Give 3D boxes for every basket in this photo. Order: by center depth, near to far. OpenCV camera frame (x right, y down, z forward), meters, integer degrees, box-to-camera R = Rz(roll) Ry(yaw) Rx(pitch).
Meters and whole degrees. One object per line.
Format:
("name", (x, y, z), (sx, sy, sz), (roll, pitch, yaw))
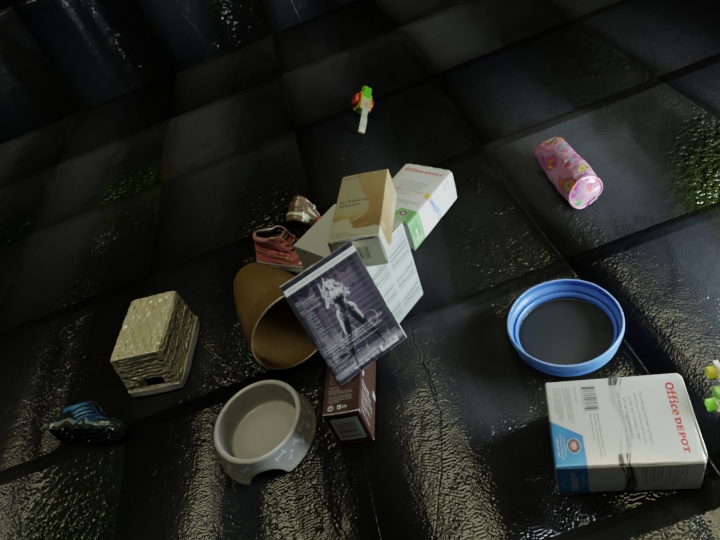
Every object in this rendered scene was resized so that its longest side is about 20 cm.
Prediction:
("basket", (-0.458, 0.159, 1.333), (0.133, 0.124, 0.202), (-13, 40, 10))

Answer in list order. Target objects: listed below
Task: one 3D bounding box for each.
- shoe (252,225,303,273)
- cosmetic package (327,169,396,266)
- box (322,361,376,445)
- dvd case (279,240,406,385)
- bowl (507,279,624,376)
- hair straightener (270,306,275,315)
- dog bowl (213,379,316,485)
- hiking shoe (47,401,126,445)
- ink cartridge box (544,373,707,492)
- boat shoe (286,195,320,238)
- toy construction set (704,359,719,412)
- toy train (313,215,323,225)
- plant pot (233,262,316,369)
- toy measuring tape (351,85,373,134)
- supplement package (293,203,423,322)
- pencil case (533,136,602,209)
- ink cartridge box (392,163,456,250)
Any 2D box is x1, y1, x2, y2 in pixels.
("shoe", (-0.164, -0.051, 1.431), (0.196, 0.092, 0.072), (3, 36, 14))
("cosmetic package", (0.007, -0.100, 1.128), (0.103, 0.072, 0.202), (-9, 42, 15))
("box", (-0.016, 0.205, 1.099), (0.074, 0.101, 0.202), (-12, 42, 12))
("dvd case", (-0.028, 0.074, 1.033), (0.148, 0.202, 0.016), (-33, 10, -13))
("bowl", (0.366, 0.102, 1.068), (0.197, 0.040, 0.202), (-13, 42, 12))
("hair straightener", (-0.238, 0.052, 1.411), (0.076, 0.041, 0.201), (-19, 40, 4))
("dog bowl", (-0.184, 0.293, 1.112), (0.197, 0.059, 0.202), (-13, 42, 12))
("hiking shoe", (-0.571, 0.312, 1.258), (0.197, 0.075, 0.088), (-3, 45, 22))
("ink cartridge box", (0.385, 0.242, 0.883), (0.196, 0.085, 0.147), (-7, 43, 17))
("boat shoe", (-0.119, -0.124, 1.426), (0.073, 0.202, 0.076), (3, 78, 10))
("toy construction set", (0.530, 0.219, 0.805), (0.091, 0.132, 0.202), (-3, 44, 22))
("toy train", (-0.071, -0.022, 1.381), (0.114, 0.202, 0.085), (8, 29, -28))
("plant pot", (-0.185, 0.073, 1.245), (0.185, 0.188, 0.200), (-35, 44, -15))
("toy measuring tape", (0.002, -0.505, 1.899), (0.072, 0.074, 0.203), (-4, 61, 21))
("supplement package", (0.000, 0.000, 1.234), (0.189, 0.202, 0.147), (20, 55, 38))
("pencil case", (0.471, -0.226, 1.355), (0.086, 0.088, 0.201), (-20, 40, 3))
("ink cartridge box", (0.121, -0.159, 1.439), (0.143, 0.085, 0.200), (18, 55, 38))
